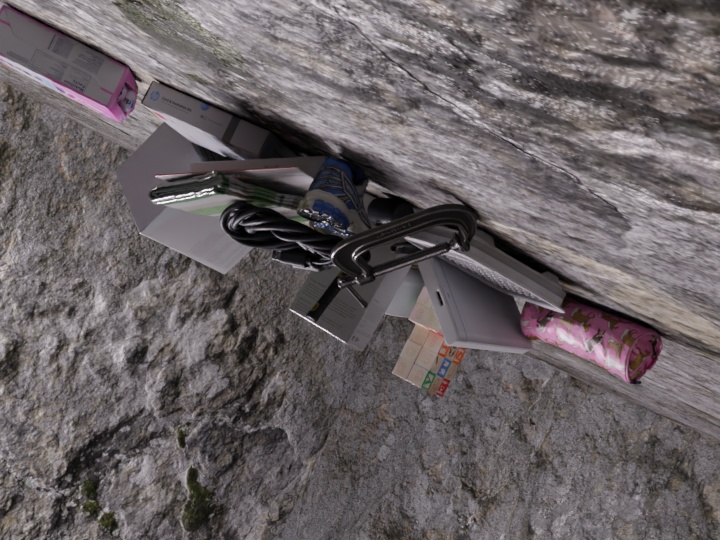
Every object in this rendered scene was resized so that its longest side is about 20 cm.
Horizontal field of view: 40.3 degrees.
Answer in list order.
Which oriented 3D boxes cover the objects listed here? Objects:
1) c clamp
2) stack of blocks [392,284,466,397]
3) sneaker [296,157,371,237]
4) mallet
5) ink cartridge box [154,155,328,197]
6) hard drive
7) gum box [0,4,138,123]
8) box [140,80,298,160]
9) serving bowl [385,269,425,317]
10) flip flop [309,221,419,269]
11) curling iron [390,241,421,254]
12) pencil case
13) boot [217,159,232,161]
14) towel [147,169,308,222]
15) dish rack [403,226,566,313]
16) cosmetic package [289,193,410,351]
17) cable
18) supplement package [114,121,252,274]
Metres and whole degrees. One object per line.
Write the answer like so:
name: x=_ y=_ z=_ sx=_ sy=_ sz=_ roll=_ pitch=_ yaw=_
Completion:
c clamp: x=0.051 y=-0.023 z=1.153 sx=0.199 sy=0.027 sz=0.171 roll=-21 pitch=152 yaw=19
stack of blocks: x=0.126 y=0.086 z=1.515 sx=0.058 sy=0.201 sz=0.115 roll=25 pitch=177 yaw=34
sneaker: x=-0.017 y=-0.088 z=1.199 sx=0.077 sy=0.086 sz=0.200 roll=18 pitch=177 yaw=9
mallet: x=0.001 y=-0.014 z=1.279 sx=0.066 sy=0.200 sz=0.041 roll=6 pitch=147 yaw=51
ink cartridge box: x=-0.134 y=-0.122 z=1.264 sx=0.199 sy=0.045 sz=0.176 roll=-1 pitch=168 yaw=20
hard drive: x=0.167 y=0.050 z=1.400 sx=0.200 sy=0.027 sz=0.132 roll=11 pitch=-127 yaw=-51
gum box: x=-0.411 y=-0.284 z=1.377 sx=0.199 sy=0.066 sz=0.113 roll=27 pitch=176 yaw=-4
box: x=-0.185 y=-0.186 z=1.367 sx=0.199 sy=0.041 sz=0.156 roll=24 pitch=176 yaw=21
serving bowl: x=0.048 y=-0.003 z=1.580 sx=0.199 sy=0.066 sz=0.200 roll=14 pitch=-156 yaw=-6
flip flop: x=0.018 y=-0.055 z=1.519 sx=0.199 sy=0.058 sz=0.081 roll=17 pitch=-148 yaw=-3
curling iron: x=0.090 y=-0.024 z=1.387 sx=0.026 sy=0.050 sz=0.200 roll=37 pitch=-168 yaw=21
pencil case: x=0.318 y=0.089 z=1.375 sx=0.083 sy=0.087 sz=0.200 roll=-21 pitch=-149 yaw=-37
boot: x=-0.132 y=-0.119 z=1.453 sx=0.131 sy=0.070 sz=0.200 roll=16 pitch=-164 yaw=28
towel: x=-0.153 y=-0.090 z=1.269 sx=0.149 sy=0.031 sz=0.199 roll=-3 pitch=171 yaw=44
dish rack: x=0.167 y=-0.012 z=1.287 sx=0.200 sy=0.044 sz=0.171 roll=28 pitch=176 yaw=-28
cosmetic package: x=0.000 y=0.000 z=1.399 sx=0.107 sy=0.201 sz=0.085 roll=30 pitch=177 yaw=22
cable: x=-0.079 y=-0.043 z=1.223 sx=0.199 sy=0.051 sz=0.163 roll=11 pitch=166 yaw=41
supplement package: x=-0.258 y=-0.123 z=1.589 sx=0.200 sy=0.152 sz=0.151 roll=30 pitch=-156 yaw=-50
